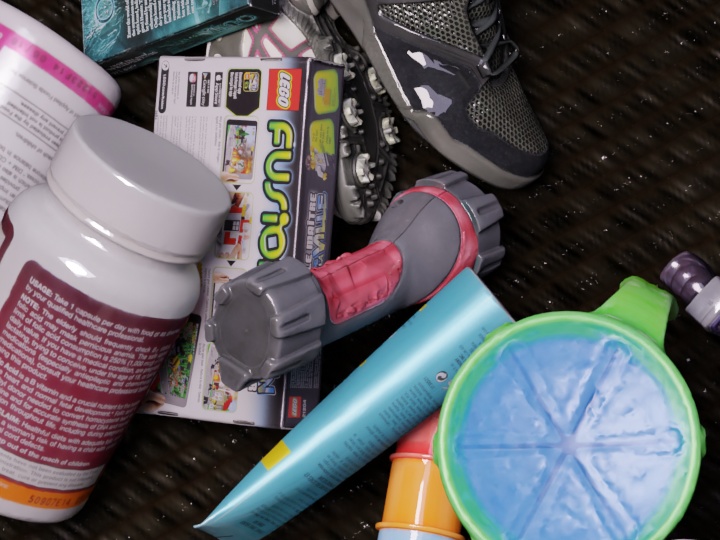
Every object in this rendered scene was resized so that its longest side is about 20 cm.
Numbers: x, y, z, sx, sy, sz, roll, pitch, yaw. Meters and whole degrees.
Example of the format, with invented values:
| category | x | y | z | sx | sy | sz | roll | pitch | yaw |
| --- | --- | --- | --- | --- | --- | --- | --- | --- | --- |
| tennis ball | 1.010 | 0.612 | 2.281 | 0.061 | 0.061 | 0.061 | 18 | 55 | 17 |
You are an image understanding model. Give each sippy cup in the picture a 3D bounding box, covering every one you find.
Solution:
| category | x | y | z | sx | sy | sz | roll | pitch | yaw |
| --- | --- | --- | --- | --- | --- | --- | --- | --- | --- |
| sippy cup | 0.109 | 0.098 | 1.219 | 0.177 | 0.130 | 0.140 | -26 | 79 | -1 |

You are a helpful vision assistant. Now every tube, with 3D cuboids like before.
| category | x | y | z | sx | sy | sz | roll | pitch | yaw |
| --- | --- | --- | --- | --- | --- | --- | --- | --- | --- |
| tube | -0.001 | 0.082 | 1.234 | 0.200 | 0.077 | 0.050 | -41 | 63 | 1 |

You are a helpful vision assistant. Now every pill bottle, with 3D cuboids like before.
| category | x | y | z | sx | sy | sz | roll | pitch | yaw |
| --- | --- | --- | --- | --- | --- | --- | --- | --- | --- |
| pill bottle | -0.156 | 0.025 | 1.243 | 0.114 | 0.114 | 0.201 | 35 | 109 | 13 |
| pill bottle | -0.232 | -0.047 | 1.302 | 0.113 | 0.113 | 0.201 | 29 | 83 | 12 |

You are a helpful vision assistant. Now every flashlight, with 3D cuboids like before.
| category | x | y | z | sx | sy | sz | roll | pitch | yaw |
| --- | --- | --- | --- | --- | --- | --- | --- | --- | --- |
| flashlight | 0.000 | 0.000 | 1.224 | 0.068 | 0.199 | 0.068 | -25 | 88 | 39 |

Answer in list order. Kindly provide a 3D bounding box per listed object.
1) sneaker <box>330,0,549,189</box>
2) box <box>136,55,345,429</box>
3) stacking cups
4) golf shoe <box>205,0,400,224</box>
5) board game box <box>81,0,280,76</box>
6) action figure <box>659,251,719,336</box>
| category | x | y | z | sx | sy | sz | roll | pitch | yaw |
| --- | --- | --- | --- | --- | --- | --- | --- | --- | --- |
| sneaker | 0.059 | -0.144 | 1.275 | 0.114 | 0.076 | 0.200 | -32 | 92 | 35 |
| box | -0.069 | -0.016 | 1.275 | 0.109 | 0.035 | 0.202 | 4 | 89 | 35 |
| stacking cups | 0.034 | 0.165 | 1.256 | 0.060 | 0.061 | 0.202 | 10 | 76 | 9 |
| golf shoe | -0.037 | -0.112 | 1.324 | 0.088 | 0.077 | 0.201 | -22 | 71 | 20 |
| board game box | -0.111 | -0.226 | 1.337 | 0.135 | 0.028 | 0.202 | -15 | 73 | 37 |
| action figure | 0.245 | 0.052 | 1.214 | 0.130 | 0.069 | 0.201 | -42 | 51 | 12 |
